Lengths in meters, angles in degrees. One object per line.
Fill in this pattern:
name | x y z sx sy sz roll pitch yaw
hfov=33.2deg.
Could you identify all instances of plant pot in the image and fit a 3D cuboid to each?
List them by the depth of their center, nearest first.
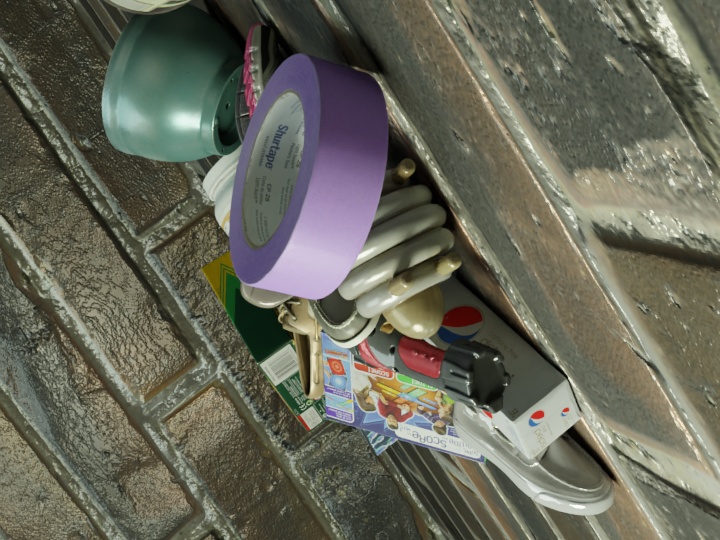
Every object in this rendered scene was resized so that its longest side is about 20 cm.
plant pot | -0.203 -0.217 1.471 0.133 0.202 0.201 22 162 16

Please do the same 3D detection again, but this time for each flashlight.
flashlight | 0.058 0.074 1.135 0.067 0.069 0.199 20 176 -33

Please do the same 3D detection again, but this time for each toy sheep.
toy sheep | 0.021 -0.032 1.095 0.138 0.136 0.203 116 132 -81

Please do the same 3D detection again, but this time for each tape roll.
tape roll | -0.049 -0.080 1.043 0.065 0.203 0.200 12 -169 -24

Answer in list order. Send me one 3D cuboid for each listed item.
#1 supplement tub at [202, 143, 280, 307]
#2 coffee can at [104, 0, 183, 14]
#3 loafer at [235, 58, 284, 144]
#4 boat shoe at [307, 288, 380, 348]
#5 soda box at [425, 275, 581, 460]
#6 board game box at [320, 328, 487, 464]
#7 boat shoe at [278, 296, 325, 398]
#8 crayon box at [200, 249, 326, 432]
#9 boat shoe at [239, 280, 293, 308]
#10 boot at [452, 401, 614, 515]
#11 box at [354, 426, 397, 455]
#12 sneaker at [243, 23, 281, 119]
supplement tub | -0.097 -0.065 1.548 0.201 0.144 0.145 53 172 8
coffee can | -0.174 -0.299 1.028 0.147 0.146 0.200 56 172 -16
loafer | -0.097 -0.135 1.321 0.063 0.071 0.204 127 134 -80
boat shoe | -0.030 0.003 1.202 0.060 0.072 0.203 47 -168 -31
soda box | 0.124 0.089 1.174 0.200 0.068 0.064 45 168 46
board game box | 0.053 0.133 1.347 0.197 0.035 0.137 14 130 18
boat shoe | -0.060 0.051 1.407 0.071 0.064 0.203 13 119 65
crayon box | -0.116 0.091 1.561 0.173 0.058 0.201 53 174 36
boat shoe | -0.056 -0.050 1.182 0.074 0.202 0.073 31 167 -5
boot | 0.168 0.158 1.200 0.199 0.073 0.097 28 136 36
box | 0.028 0.121 1.573 0.107 0.148 0.201 48 170 35
sneaker | -0.068 -0.162 1.260 0.074 0.086 0.203 138 119 -78
